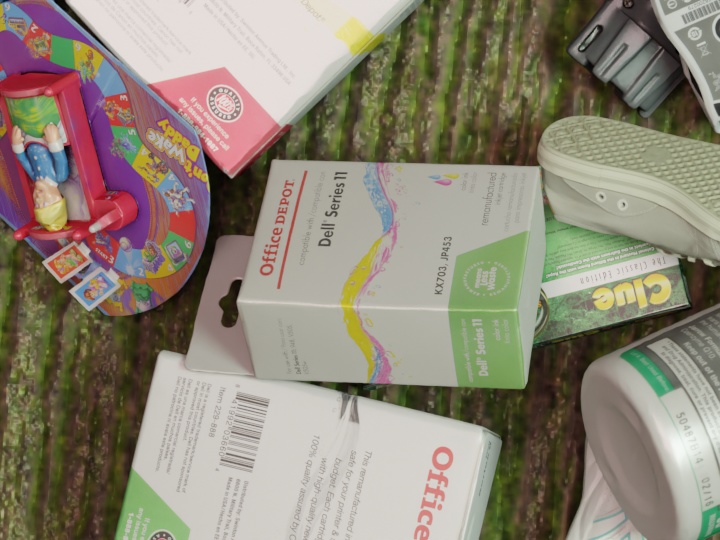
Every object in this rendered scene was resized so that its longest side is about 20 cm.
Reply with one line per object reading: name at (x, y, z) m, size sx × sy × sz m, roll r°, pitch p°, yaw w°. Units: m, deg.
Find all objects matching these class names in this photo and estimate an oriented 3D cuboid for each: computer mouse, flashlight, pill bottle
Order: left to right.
flashlight at (0.213, -0.178, 1.607) m, size 0.200 × 0.068 × 0.068 m, roll -50°, pitch 51°, yaw 6°
computer mouse at (0.223, -0.117, 1.574) m, size 0.109 × 0.044 × 0.201 m, roll -21°, pitch 112°, yaw 13°
pill bottle at (0.231, 0.064, 1.524) m, size 0.199 × 0.113 × 0.114 m, roll -23°, pitch 80°, yaw -15°

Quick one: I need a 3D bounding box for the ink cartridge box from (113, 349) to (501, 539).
ink cartridge box at (-0.031, 0.141, 1.604) m, size 0.199 × 0.084 × 0.147 m, roll 13°, pitch 86°, yaw 12°

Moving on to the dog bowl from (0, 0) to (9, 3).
dog bowl at (-0.262, -0.171, 1.673) m, size 0.200 × 0.111 × 0.050 m, roll -44°, pitch 38°, yaw 4°

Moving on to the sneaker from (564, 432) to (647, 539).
sneaker at (0.155, 0.154, 1.577) m, size 0.080 × 0.070 × 0.202 m, roll 13°, pitch 86°, yaw 9°

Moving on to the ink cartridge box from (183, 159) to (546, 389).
ink cartridge box at (0.000, 0.000, 1.575) m, size 0.198 × 0.068 × 0.118 m, roll 1°, pitch 47°, yaw 11°

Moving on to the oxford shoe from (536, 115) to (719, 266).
oxford shoe at (0.188, -0.033, 1.556) m, size 0.199 × 0.075 × 0.058 m, roll 19°, pitch 128°, yaw 28°

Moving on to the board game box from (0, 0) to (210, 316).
board game box at (-0.179, -0.060, 1.630) m, size 0.200 × 0.039 × 0.158 m, roll 42°, pitch 131°, yaw 10°

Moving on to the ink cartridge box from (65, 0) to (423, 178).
ink cartridge box at (-0.050, -0.174, 1.632) m, size 0.200 × 0.083 × 0.145 m, roll -43°, pitch 89°, yaw 4°

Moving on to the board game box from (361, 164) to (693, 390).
board game box at (0.086, -0.004, 1.630) m, size 0.199 × 0.023 × 0.106 m, roll -14°, pitch 79°, yaw 9°
